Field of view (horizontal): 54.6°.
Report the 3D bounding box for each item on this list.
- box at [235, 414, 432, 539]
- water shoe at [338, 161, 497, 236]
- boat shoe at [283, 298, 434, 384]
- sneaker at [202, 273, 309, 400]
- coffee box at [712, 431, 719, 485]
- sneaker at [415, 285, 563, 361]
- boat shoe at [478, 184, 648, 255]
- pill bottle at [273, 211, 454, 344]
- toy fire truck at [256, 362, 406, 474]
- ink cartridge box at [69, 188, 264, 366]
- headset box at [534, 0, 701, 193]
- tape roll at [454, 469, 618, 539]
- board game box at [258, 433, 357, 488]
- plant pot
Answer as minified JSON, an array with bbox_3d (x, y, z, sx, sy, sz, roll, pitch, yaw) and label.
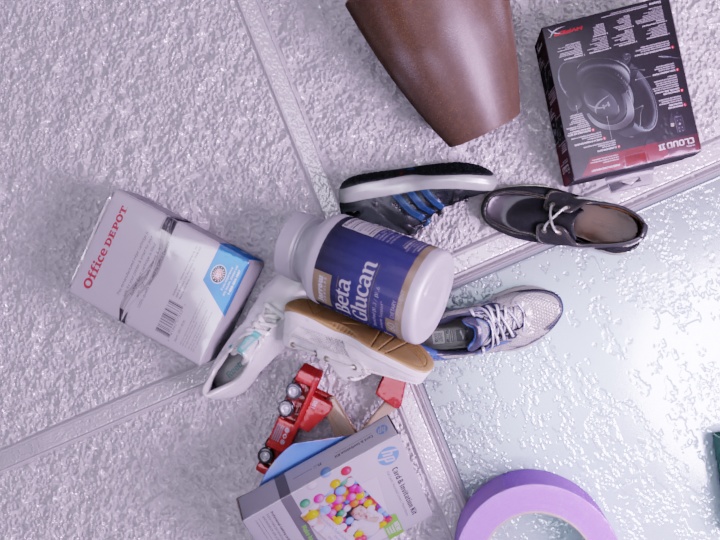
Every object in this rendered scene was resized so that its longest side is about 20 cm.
[{"bbox_3d":[-0.025,0.280,0.827,0.198,0.041,0.158,-27,123,-8],"label":"box"},{"bbox_3d":[0.072,-0.086,0.870,0.196,0.072,0.080,-4,111,12],"label":"water shoe"},{"bbox_3d":[-0.007,0.097,0.831,0.198,0.071,0.070,21,110,25],"label":"boat shoe"},{"bbox_3d":[-0.128,0.085,0.877,0.075,0.088,0.201,36,94,7],"label":"sneaker"},{"bbox_3d":[0.525,0.243,0.813,0.196,0.044,0.125,-6,89,7],"label":"coffee box"},{"bbox_3d":[0.151,0.072,0.842,0.197,0.085,0.078,-17,88,7],"label":"sneaker"},{"bbox_3d":[0.241,-0.065,0.840,0.196,0.068,0.073,12,93,9],"label":"boat shoe"},{"bbox_3d":[0.000,0.000,0.816,0.197,0.111,0.113,21,93,25],"label":"pill bottle"},{"bbox_3d":[-0.035,0.190,0.885,0.139,0.049,0.203,24,96,3],"label":"toy fire truck"},{"bbox_3d":[-0.246,0.007,0.894,0.198,0.084,0.146,28,93,6],"label":"ink cartridge box"},{"bbox_3d":[0.302,-0.197,0.825,0.146,0.077,0.204,-13,89,8],"label":"headset box"},{"bbox_3d":[0.212,0.351,0.845,0.196,0.066,0.204,0,91,8],"label":"tape roll"},{"bbox_3d":[-0.036,0.256,0.859,0.196,0.039,0.161,-4,117,-21],"label":"board game box"},{"bbox_3d":[0.107,-0.257,0.815,0.185,0.187,0.202,-25,102,7],"label":"plant pot"}]
